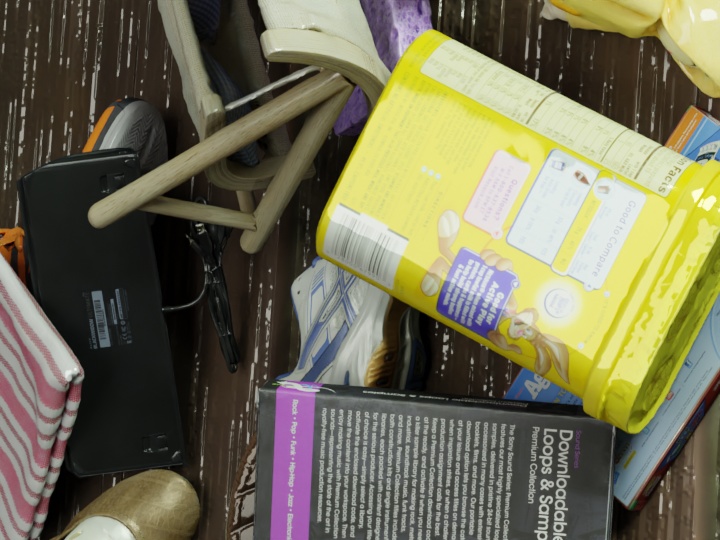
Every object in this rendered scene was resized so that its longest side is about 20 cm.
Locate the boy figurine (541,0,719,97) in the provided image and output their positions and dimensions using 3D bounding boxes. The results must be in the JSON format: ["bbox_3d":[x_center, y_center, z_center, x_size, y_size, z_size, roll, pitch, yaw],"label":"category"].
[{"bbox_3d":[0.123,-0.152,1.581,0.199,0.124,0.065,21,82,0],"label":"boy figurine"}]

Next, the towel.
[{"bbox_3d":[-0.234,0.077,1.786,0.146,0.030,0.201,49,140,26],"label":"towel"}]

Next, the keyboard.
[{"bbox_3d":[-0.131,0.024,1.737,0.126,0.021,0.201,-7,107,4],"label":"keyboard"}]

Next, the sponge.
[{"bbox_3d":[0.003,-0.186,1.672,0.112,0.030,0.201,149,116,-67],"label":"sponge"}]

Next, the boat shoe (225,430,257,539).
[{"bbox_3d":[-0.037,0.182,1.668,0.074,0.075,0.204,1,93,9],"label":"boat shoe"}]

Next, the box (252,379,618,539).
[{"bbox_3d":[0.040,0.139,1.590,0.199,0.036,0.144,5,101,10],"label":"box"}]

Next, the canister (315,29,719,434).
[{"bbox_3d":[0.093,-0.024,1.545,0.199,0.087,0.149,28,94,16],"label":"canister"}]

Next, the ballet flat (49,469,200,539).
[{"bbox_3d":[-0.183,0.192,1.764,0.200,0.072,0.068,-34,85,25],"label":"ballet flat"}]

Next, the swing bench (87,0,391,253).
[{"bbox_3d":[-0.073,-0.149,1.646,0.200,0.129,0.200,-40,54,41],"label":"swing bench"}]

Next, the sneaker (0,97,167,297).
[{"bbox_3d":[-0.197,-0.025,1.793,0.112,0.077,0.201,27,100,31],"label":"sneaker"}]

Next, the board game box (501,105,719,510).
[{"bbox_3d":[0.168,0.021,1.587,0.103,0.019,0.201,40,107,27],"label":"board game box"}]

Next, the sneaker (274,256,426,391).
[{"bbox_3d":[0.000,0.000,1.665,0.088,0.075,0.201,20,96,33],"label":"sneaker"}]
